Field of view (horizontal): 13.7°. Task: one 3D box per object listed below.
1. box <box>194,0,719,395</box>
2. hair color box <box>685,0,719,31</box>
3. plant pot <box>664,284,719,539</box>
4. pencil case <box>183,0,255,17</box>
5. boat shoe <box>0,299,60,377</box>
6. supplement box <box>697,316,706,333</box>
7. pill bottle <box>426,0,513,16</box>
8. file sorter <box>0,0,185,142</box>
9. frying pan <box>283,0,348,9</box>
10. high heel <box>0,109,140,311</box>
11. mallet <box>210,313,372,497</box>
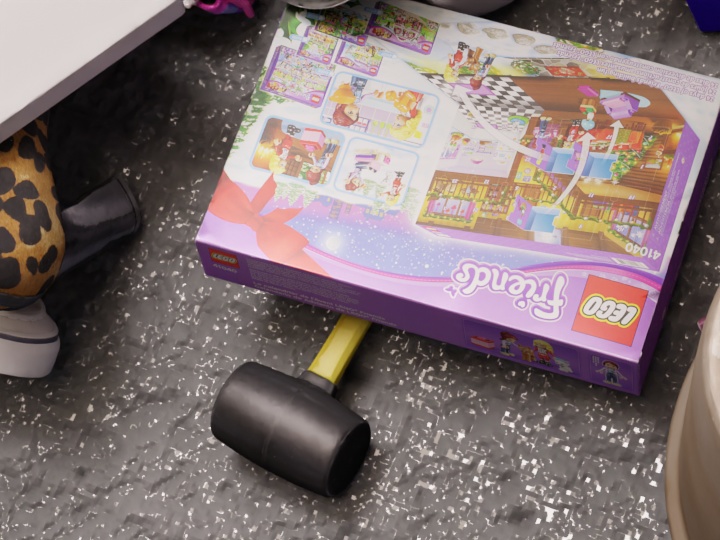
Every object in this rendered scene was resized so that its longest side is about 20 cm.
[{"bbox_3d":[0.044,-0.039,1.281,0.199,0.039,0.137,16,68,13],"label":"box"},{"bbox_3d":[0.202,-0.207,1.306,0.109,0.065,0.201,1,72,19],"label":"hair color box"},{"bbox_3d":[0.192,0.054,1.036,0.199,0.174,0.201,-6,69,15],"label":"plant pot"},{"bbox_3d":[-0.140,-0.155,1.383,0.199,0.088,0.089,0,70,20],"label":"pencil case"},{"bbox_3d":[-0.203,-0.026,1.355,0.200,0.072,0.066,40,114,33],"label":"boat shoe"},{"bbox_3d":[0.235,0.089,1.162,0.130,0.103,0.201,-28,64,7],"label":"supplement box"},{"bbox_3d":[0.007,-0.214,1.341,0.113,0.113,0.200,-46,64,-3],"label":"pill bottle"},{"bbox_3d":[-0.194,-0.168,1.269,0.139,0.125,0.200,-36,62,-19],"label":"file sorter"},{"bbox_3d":[-0.016,-0.205,1.263,0.115,0.031,0.191,24,117,39],"label":"frying pan"},{"bbox_3d":[-0.185,-0.076,1.300,0.071,0.142,0.200,-38,88,26],"label":"high heel"},{"bbox_3d":[0.000,0.000,1.309,0.066,0.041,0.201,18,72,19],"label":"mallet"}]
